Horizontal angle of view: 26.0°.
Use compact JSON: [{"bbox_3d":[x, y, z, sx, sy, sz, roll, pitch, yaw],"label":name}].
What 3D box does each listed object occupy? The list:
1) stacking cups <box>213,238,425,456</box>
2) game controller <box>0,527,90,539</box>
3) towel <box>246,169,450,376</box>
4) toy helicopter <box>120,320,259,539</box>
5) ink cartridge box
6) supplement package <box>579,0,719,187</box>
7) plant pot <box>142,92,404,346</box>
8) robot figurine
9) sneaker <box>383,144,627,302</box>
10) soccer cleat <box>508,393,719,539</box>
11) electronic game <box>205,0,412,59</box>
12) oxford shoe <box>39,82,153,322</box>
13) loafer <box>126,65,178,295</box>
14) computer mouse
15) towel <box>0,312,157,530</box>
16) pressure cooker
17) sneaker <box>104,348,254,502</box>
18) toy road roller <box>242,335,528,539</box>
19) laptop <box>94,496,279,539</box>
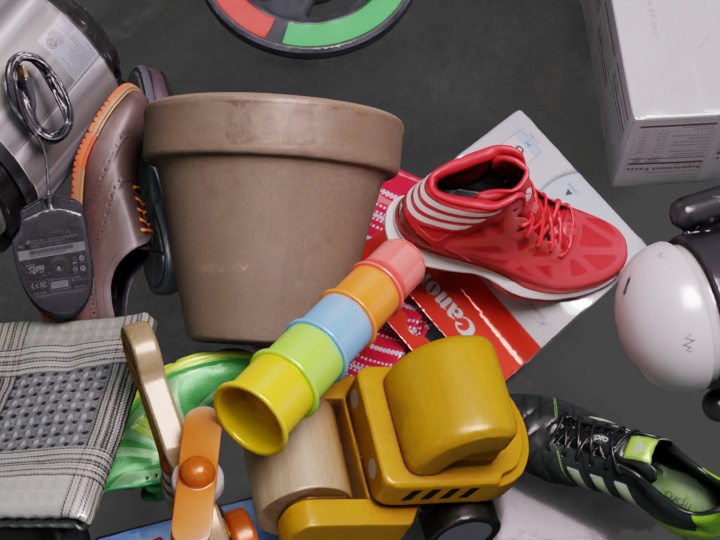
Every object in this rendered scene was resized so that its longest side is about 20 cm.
[{"bbox_3d":[-0.024,0.042,1.088,0.060,0.061,0.200,30,48,13],"label":"stacking cups"},{"bbox_3d":[-0.287,0.229,1.107,0.198,0.042,0.105,-11,82,-5],"label":"game controller"},{"bbox_3d":[0.000,0.000,1.262,0.144,0.023,0.201,26,65,12],"label":"towel"},{"bbox_3d":[-0.126,0.128,1.069,0.078,0.132,0.201,-17,80,-15],"label":"toy helicopter"},{"bbox_3d":[0.107,-0.011,1.238,0.200,0.047,0.160,-37,80,-24],"label":"ink cartridge box"},{"bbox_3d":[0.281,-0.186,1.319,0.154,0.111,0.201,-3,63,-3],"label":"supplement package"},{"bbox_3d":[-0.068,-0.032,1.171,0.198,0.200,0.176,3,85,-1],"label":"plant pot"},{"bbox_3d":[0.295,0.023,1.207,0.198,0.125,0.151,-14,61,-9],"label":"robot figurine"},{"bbox_3d":[0.127,-0.033,1.157,0.198,0.116,0.079,4,69,-20],"label":"sneaker"},{"bbox_3d":[0.188,0.137,1.165,0.199,0.081,0.068,24,64,10],"label":"soccer cleat"},{"bbox_3d":[-0.046,-0.273,1.390,0.198,0.042,0.201,1,63,-2],"label":"electronic game"},{"bbox_3d":[-0.189,-0.046,1.227,0.072,0.071,0.202,13,88,16],"label":"oxford shoe"},{"bbox_3d":[-0.152,-0.073,1.277,0.063,0.072,0.202,1,66,-28],"label":"loafer"},{"bbox_3d":[-0.235,-0.062,1.165,0.058,0.034,0.202,-7,99,-13],"label":"computer mouse"},{"bbox_3d":[-0.260,0.104,1.135,0.198,0.035,0.193,-3,46,18],"label":"towel"},{"bbox_3d":[-0.303,-0.123,1.225,0.175,0.179,0.201,29,64,10],"label":"pressure cooker"},{"bbox_3d":[-0.156,0.128,1.169,0.199,0.074,0.084,-33,84,-13],"label":"sneaker"},{"bbox_3d":[0.025,0.116,1.107,0.198,0.146,0.124,1,52,-23],"label":"toy road roller"},{"bbox_3d":[-0.081,0.243,1.084,0.186,0.200,0.117,-14,98,-9],"label":"laptop"}]
